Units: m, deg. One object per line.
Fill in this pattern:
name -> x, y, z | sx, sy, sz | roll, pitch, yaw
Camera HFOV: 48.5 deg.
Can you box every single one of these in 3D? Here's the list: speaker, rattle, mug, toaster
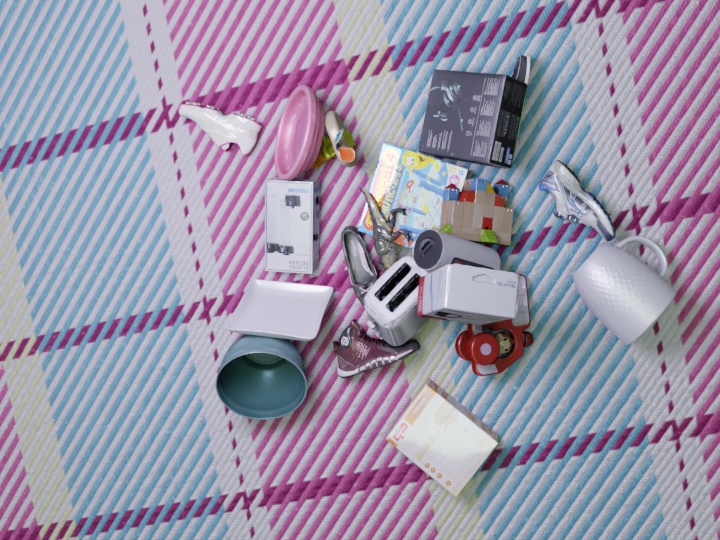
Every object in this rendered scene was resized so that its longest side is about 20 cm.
speaker -> 0.195, -0.025, 1.608 | 0.080, 0.198, 0.083 | -13, 71, 42
rattle -> -0.078, -0.252, 1.686 | 0.139, 0.201, 0.133 | -9, 120, 4
mug -> 0.545, 0.019, 1.639 | 0.175, 0.148, 0.200 | 43, 79, 11
toaster -> 0.095, 0.057, 1.695 | 0.200, 0.129, 0.114 | -44, 65, -4

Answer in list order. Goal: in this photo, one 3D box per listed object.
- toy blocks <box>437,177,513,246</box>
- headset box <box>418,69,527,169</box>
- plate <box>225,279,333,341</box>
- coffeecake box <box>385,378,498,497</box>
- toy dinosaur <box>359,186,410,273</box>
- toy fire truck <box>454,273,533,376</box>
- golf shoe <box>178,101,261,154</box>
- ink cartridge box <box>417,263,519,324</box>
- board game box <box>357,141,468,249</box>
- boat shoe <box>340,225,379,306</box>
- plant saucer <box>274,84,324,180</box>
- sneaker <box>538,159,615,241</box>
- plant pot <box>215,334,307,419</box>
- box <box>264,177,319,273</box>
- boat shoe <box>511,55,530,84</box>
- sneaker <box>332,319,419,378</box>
toy blocks -> 0.245, -0.130, 1.673 | 0.196, 0.100, 0.140 | 5, 91, -24
headset box -> 0.223, -0.313, 1.651 | 0.197, 0.092, 0.178 | 15, 98, 40
plate -> -0.171, 0.091, 1.744 | 0.195, 0.201, 0.033 | 5, 122, 9
coffeecake box -> 0.179, 0.364, 1.752 | 0.199, 0.073, 0.155 | 38, 99, 5
toy dinosaur -> 0.059, -0.089, 1.699 | 0.086, 0.047, 0.205 | -14, 91, 19
toy fire truck -> 0.290, 0.117, 1.707 | 0.164, 0.112, 0.205 | -8, 90, -12
golf shoe -> -0.322, -0.320, 1.791 | 0.196, 0.075, 0.094 | 17, 100, 9
ink cartridge box -> 0.201, 0.049, 1.531 | 0.142, 0.200, 0.085 | 8, 82, -9
board game box -> 0.115, -0.152, 1.736 | 0.192, 0.056, 0.204 | 18, 97, 8
boat shoe -> 0.000, 0.000, 1.765 | 0.066, 0.057, 0.204 | -19, 91, 10
plant saucer -> -0.128, -0.291, 1.716 | 0.050, 0.200, 0.205 | 11, 97, -24
sneaker -> 0.453, -0.132, 1.680 | 0.085, 0.077, 0.201 | -43, 79, 20
plant pot -> -0.213, 0.207, 1.758 | 0.195, 0.136, 0.204 | -1, 128, -1
box -> -0.150, -0.099, 1.770 | 0.114, 0.060, 0.205 | 4, 103, 9
boat shoe -> 0.309, -0.354, 1.683 | 0.059, 0.074, 0.204 | 13, 104, 3
sneaker -> 0.026, 0.156, 1.765 | 0.196, 0.076, 0.118 | -19, 88, 11
